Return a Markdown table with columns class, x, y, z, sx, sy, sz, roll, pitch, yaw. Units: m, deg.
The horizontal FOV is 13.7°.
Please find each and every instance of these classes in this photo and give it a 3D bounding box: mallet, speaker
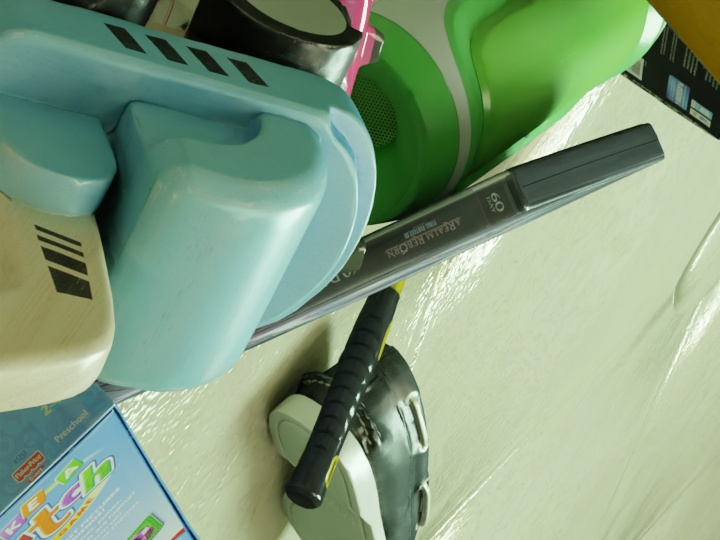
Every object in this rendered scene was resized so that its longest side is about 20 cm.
| class | x | y | z | sx | sy | sz | roll | pitch | yaw |
| --- | --- | --- | --- | --- | --- | --- | --- | --- | --- |
| mallet | 0.013 | -0.002 | 1.187 | 0.066 | 0.041 | 0.200 | 91 | 19 | -60 |
| speaker | 0.044 | -0.086 | 1.116 | 0.200 | 0.088 | 0.088 | -36 | 156 | -50 |

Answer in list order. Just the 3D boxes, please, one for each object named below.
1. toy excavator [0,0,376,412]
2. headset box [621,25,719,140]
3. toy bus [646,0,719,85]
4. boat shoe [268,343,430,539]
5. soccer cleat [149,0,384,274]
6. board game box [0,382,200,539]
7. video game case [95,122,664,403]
| class | x | y | z | sx | sy | sz | roll | pitch | yaw |
| --- | --- | --- | --- | --- | --- | --- | --- | --- | --- |
| toy excavator | -0.074 | -0.011 | 0.783 | 0.194 | 0.200 | 0.100 | 14 | 118 | -28 |
| headset box | 0.184 | -0.183 | 1.301 | 0.200 | 0.093 | 0.174 | -52 | 168 | -13 |
| toy bus | 0.128 | -0.116 | 1.068 | 0.065 | 0.200 | 0.078 | -41 | 168 | 8 |
| boat shoe | 0.005 | 0.098 | 1.395 | 0.060 | 0.076 | 0.200 | -44 | 162 | -18 |
| soccer cleat | -0.038 | -0.075 | 0.929 | 0.070 | 0.086 | 0.200 | -113 | -158 | -56 |
| board game box | -0.133 | 0.116 | 1.060 | 0.151 | 0.037 | 0.200 | -44 | 163 | -9 |
| video game case | 0.000 | 0.000 | 1.087 | 0.200 | 0.019 | 0.143 | -24 | 178 | 26 |
